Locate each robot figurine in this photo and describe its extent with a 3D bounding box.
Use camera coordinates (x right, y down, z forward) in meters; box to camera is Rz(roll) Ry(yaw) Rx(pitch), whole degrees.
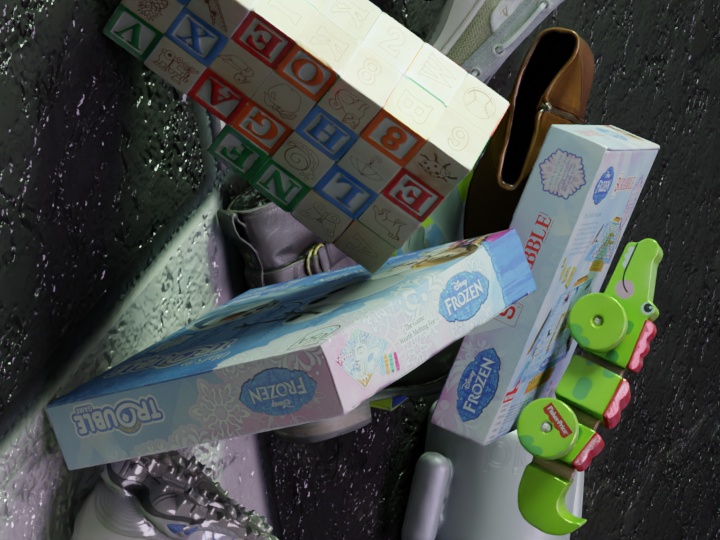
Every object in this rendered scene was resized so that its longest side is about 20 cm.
[{"bbox_3d":[0.099,0.162,2.004,0.169,0.113,0.200,-3,104,-37],"label":"robot figurine"}]

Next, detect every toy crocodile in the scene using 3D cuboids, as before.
[{"bbox_3d":[0.150,0.073,1.772,0.200,0.062,0.068,-64,168,-6],"label":"toy crocodile"}]

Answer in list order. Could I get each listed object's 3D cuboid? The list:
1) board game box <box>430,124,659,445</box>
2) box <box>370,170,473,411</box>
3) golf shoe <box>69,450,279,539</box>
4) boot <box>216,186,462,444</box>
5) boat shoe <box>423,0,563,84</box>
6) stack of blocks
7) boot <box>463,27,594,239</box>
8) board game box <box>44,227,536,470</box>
[{"bbox_3d":[0.121,0.005,1.765,0.200,0.041,0.200,-68,167,8],"label":"board game box"},{"bbox_3d":[0.029,0.001,1.858,0.122,0.048,0.200,-33,129,-58],"label":"box"},{"bbox_3d":[-0.118,0.158,1.601,0.097,0.078,0.200,-53,156,4],"label":"golf shoe"},{"bbox_3d":[0.000,0.000,1.723,0.200,0.069,0.174,-28,117,-42],"label":"boot"},{"bbox_3d":[0.066,-0.117,1.651,0.202,0.065,0.074,-61,174,24],"label":"boat shoe"},{"bbox_3d":[-0.036,-0.101,1.484,0.115,0.200,0.059,-46,-170,50],"label":"stack of blocks"},{"bbox_3d":[0.109,-0.064,1.769,0.200,0.068,0.189,-53,166,-82],"label":"boot"},{"bbox_3d":[-0.037,0.042,1.518,0.199,0.200,0.043,-32,105,-51],"label":"board game box"}]
